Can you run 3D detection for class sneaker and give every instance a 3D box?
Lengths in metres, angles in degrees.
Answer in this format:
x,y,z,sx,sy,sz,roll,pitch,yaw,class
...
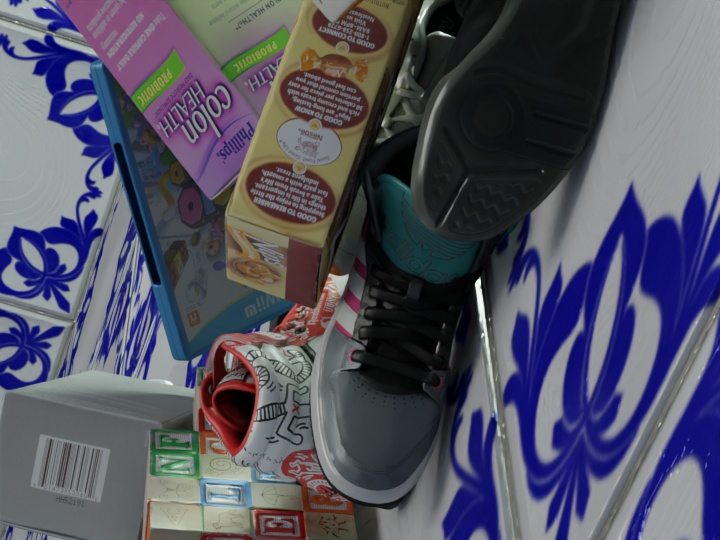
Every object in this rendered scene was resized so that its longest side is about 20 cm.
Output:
x,y,z,sx,sy,sz,roll,pitch,yaw,class
-0.033,0.040,1.212,0.202,0.107,0.068,-99,31,-49,sneaker
0.028,0.008,1.102,0.121,0.083,0.202,107,175,-62,sneaker
0.074,-0.108,1.048,0.114,0.076,0.201,-177,106,-81,sneaker
0.024,-0.092,1.221,0.201,0.075,0.092,-65,17,-17,sneaker

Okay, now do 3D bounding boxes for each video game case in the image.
x,y,z,sx,sy,sz,roll,pitch,yaw,class
-0.093,-0.060,1.452,0.018,0.143,0.202,0,110,47,video game case

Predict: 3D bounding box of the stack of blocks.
x,y,z,sx,sy,sz,roll,pitch,yaw,class
-0.068,0.126,1.274,0.200,0.114,0.059,-100,15,-65,stack of blocks

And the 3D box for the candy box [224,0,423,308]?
x,y,z,sx,sy,sz,roll,pitch,yaw,class
-0.013,-0.093,1.130,0.116,0.055,0.202,99,-169,-74,candy box

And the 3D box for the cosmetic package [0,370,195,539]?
x,y,z,sx,sy,sz,roll,pitch,yaw,class
-0.156,0.117,1.407,0.200,0.106,0.091,9,-89,-80,cosmetic package

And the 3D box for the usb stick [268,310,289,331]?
x,y,z,sx,sy,sz,roll,pitch,yaw,class
-0.052,0.102,1.453,0.201,0.032,0.056,-86,-11,-49,usb stick

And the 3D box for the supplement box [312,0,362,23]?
x,y,z,sx,sy,sz,roll,pitch,yaw,class
0.052,-0.218,1.043,0.200,0.074,0.126,-43,3,-29,supplement box

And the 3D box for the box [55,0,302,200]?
x,y,z,sx,sy,sz,roll,pitch,yaw,class
-0.079,-0.181,1.392,0.176,0.200,0.097,-39,0,-37,box
